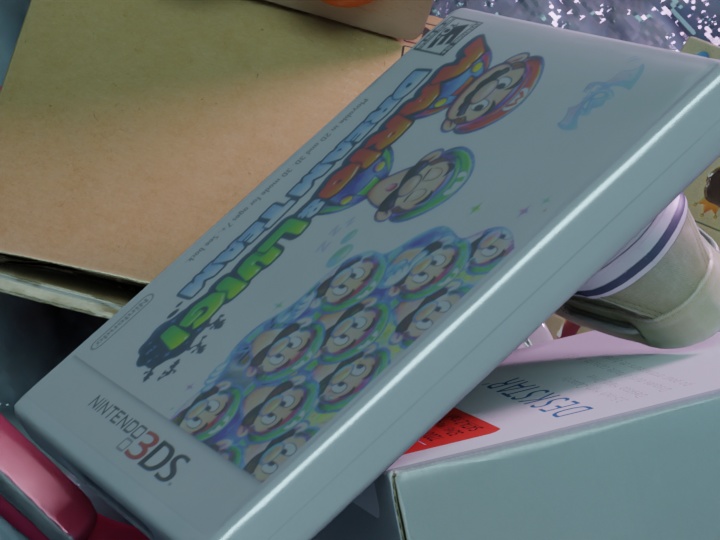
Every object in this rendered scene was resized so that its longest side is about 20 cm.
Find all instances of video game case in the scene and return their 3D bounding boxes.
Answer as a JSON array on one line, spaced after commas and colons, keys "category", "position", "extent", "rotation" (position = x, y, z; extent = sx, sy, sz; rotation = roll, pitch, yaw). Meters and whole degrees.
[{"category": "video game case", "position": [0.000, 0.000, 0.812], "extent": [0.200, 0.182, 0.024], "rotation": [-42, 112, -11]}]

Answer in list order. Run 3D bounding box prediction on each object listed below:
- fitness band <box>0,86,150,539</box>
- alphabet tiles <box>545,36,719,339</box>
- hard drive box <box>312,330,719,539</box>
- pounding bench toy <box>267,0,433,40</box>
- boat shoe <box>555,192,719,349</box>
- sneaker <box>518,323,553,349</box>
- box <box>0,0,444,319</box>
[{"category": "fitness band", "position": [-0.090, 0.022, 0.982], "extent": [0.200, 0.037, 0.143], "rotation": [45, 64, 11]}, {"category": "alphabet tiles", "position": [0.149, -0.005, 0.983], "extent": [0.166, 0.006, 0.201], "rotation": [25, 78, 36]}, {"category": "hard drive box", "position": [0.091, 0.063, 0.825], "extent": [0.199, 0.156, 0.077], "rotation": [-14, 97, -13]}, {"category": "pounding bench toy", "position": [0.022, -0.173, 1.021], "extent": [0.199, 0.125, 0.157], "rotation": [16, 52, -2]}, {"category": "boat shoe", "position": [0.054, -0.018, 0.884], "extent": [0.072, 0.200, 0.062], "rotation": [-43, 112, -3]}, {"category": "sneaker", "position": [0.053, 0.092, 0.939], "extent": [0.099, 0.075, 0.200], "rotation": [-22, 66, -40]}, {"category": "box", "position": [-0.049, -0.045, 0.977], "extent": [0.162, 0.021, 0.201], "rotation": [12, 38, -3]}]
